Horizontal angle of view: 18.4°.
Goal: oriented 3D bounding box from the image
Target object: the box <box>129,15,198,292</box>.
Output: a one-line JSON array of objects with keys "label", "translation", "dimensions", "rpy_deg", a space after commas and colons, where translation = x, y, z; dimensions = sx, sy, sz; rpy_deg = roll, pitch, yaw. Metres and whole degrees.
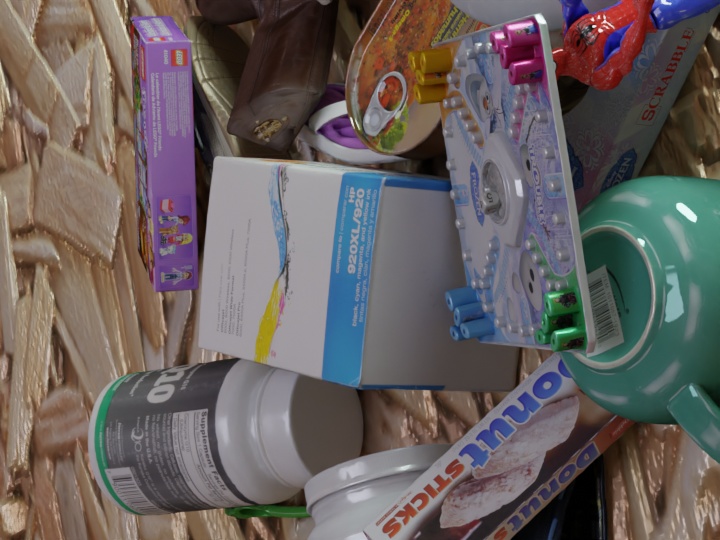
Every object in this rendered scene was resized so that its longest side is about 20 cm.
[{"label": "box", "translation": [-0.160, -0.097, 1.800], "dimensions": [0.137, 0.039, 0.202], "rpy_deg": [-129, 37, -72]}]

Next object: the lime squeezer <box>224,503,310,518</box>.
[{"label": "lime squeezer", "translation": [-0.083, 0.169, 1.773], "dimensions": [0.071, 0.038, 0.200], "rpy_deg": [-49, 43, -3]}]

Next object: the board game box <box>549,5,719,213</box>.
[{"label": "board game box", "translation": [0.142, -0.167, 1.496], "dimensions": [0.200, 0.041, 0.201], "rpy_deg": [47, 123, 42]}]

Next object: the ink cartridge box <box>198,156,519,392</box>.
[{"label": "ink cartridge box", "translation": [0.000, 0.000, 1.580], "dimensions": [0.199, 0.146, 0.146], "rpy_deg": [10, 96, 50]}]

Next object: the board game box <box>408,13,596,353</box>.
[{"label": "board game box", "translation": [0.084, -0.050, 1.391], "dimensions": [0.200, 0.026, 0.202], "rpy_deg": [-179, 80, -73]}]

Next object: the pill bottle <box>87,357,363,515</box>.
[{"label": "pill bottle", "translation": [-0.103, 0.125, 1.707], "dimensions": [0.199, 0.113, 0.114], "rpy_deg": [-9, 80, 35]}]

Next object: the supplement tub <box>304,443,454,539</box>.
[{"label": "supplement tub", "translation": [0.039, 0.233, 1.523], "dimensions": [0.140, 0.139, 0.202], "rpy_deg": [-31, 64, 46]}]

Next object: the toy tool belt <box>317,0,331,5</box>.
[{"label": "toy tool belt", "translation": [-0.038, -0.300, 1.588], "dimensions": [0.123, 0.124, 0.201], "rpy_deg": [48, 158, 39]}]

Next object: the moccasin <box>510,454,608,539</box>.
[{"label": "moccasin", "translation": [0.133, 0.207, 1.455], "dimensions": [0.068, 0.080, 0.202], "rpy_deg": [-17, 76, 45]}]

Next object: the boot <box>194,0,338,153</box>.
[{"label": "boot", "translation": [-0.081, -0.166, 1.702], "dimensions": [0.186, 0.064, 0.202], "rpy_deg": [-28, 44, 45]}]

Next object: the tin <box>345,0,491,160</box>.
[{"label": "tin", "translation": [0.061, -0.166, 1.521], "dimensions": [0.201, 0.042, 0.112], "rpy_deg": [-57, 43, 22]}]

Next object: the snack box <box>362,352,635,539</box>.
[{"label": "snack box", "translation": [0.097, 0.128, 1.451], "dimensions": [0.200, 0.024, 0.072], "rpy_deg": [-42, 49, -8]}]

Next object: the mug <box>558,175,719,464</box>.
[{"label": "mug", "translation": [0.198, 0.024, 1.356], "dimensions": [0.185, 0.114, 0.153], "rpy_deg": [33, 113, 48]}]

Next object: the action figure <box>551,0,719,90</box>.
[{"label": "action figure", "translation": [0.178, -0.178, 1.327], "dimensions": [0.199, 0.099, 0.065], "rpy_deg": [-33, 54, 3]}]

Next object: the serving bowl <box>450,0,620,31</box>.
[{"label": "serving bowl", "translation": [0.125, -0.252, 1.420], "dimensions": [0.198, 0.066, 0.202], "rpy_deg": [-13, 54, 19]}]

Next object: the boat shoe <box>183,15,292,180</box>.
[{"label": "boat shoe", "translation": [-0.107, -0.115, 1.783], "dimensions": [0.065, 0.071, 0.201], "rpy_deg": [-48, 55, 38]}]

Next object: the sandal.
[{"label": "sandal", "translation": [-0.001, -0.118, 1.634], "dimensions": [0.202, 0.082, 0.050], "rpy_deg": [15, 130, 52]}]
